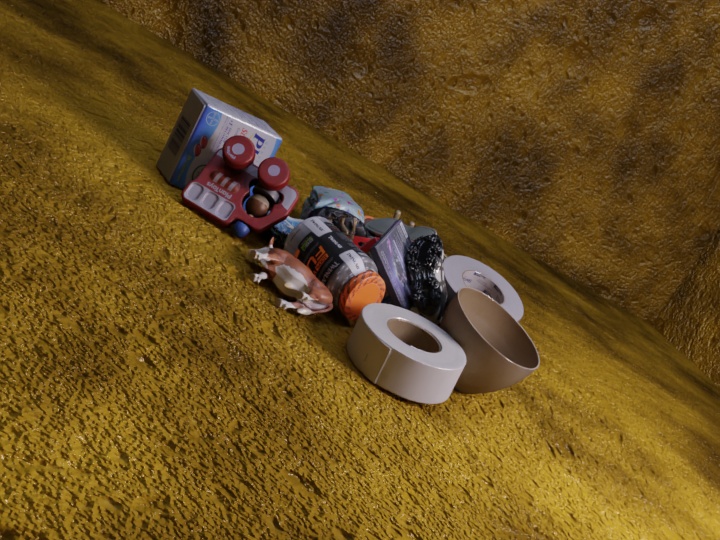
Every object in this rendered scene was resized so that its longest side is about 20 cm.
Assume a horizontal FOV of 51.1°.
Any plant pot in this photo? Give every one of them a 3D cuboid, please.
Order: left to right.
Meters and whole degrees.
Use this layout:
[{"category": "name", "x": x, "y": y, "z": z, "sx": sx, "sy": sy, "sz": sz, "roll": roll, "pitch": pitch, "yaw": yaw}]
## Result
[{"category": "plant pot", "x": 0.216, "y": 0.151, "z": 1.406, "sx": 0.199, "sy": 0.135, "sz": 0.201, "roll": 33, "pitch": 24, "yaw": -16}]

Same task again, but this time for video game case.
[{"category": "video game case", "x": 0.079, "y": -0.009, "z": 1.494, "sx": 0.145, "sy": 0.019, "sz": 0.200, "roll": 66, "pitch": 24, "yaw": -11}]

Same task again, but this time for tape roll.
[{"category": "tape roll", "x": 0.077, "y": 0.138, "z": 1.279, "sx": 0.199, "sy": 0.072, "sz": 0.203, "roll": 23, "pitch": 19, "yaw": -8}, {"category": "tape roll", "x": 0.242, "y": 0.059, "z": 1.582, "sx": 0.197, "sy": 0.067, "sz": 0.202, "roll": 22, "pitch": 31, "yaw": -14}]

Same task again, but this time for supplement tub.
[{"category": "supplement tub", "x": -0.049, "y": -0.003, "z": 1.419, "sx": 0.121, "sy": 0.124, "sz": 0.200, "roll": 14, "pitch": 22, "yaw": -49}]

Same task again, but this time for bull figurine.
[{"category": "bull figurine", "x": -0.134, "y": 0.009, "z": 1.325, "sx": 0.199, "sy": 0.066, "sz": 0.121, "roll": 35, "pitch": 19, "yaw": 20}]

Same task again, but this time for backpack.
[{"category": "backpack", "x": -0.067, "y": -0.115, "z": 1.744, "sx": 0.164, "sy": 0.128, "sz": 0.200, "roll": 22, "pitch": 14, "yaw": -20}]

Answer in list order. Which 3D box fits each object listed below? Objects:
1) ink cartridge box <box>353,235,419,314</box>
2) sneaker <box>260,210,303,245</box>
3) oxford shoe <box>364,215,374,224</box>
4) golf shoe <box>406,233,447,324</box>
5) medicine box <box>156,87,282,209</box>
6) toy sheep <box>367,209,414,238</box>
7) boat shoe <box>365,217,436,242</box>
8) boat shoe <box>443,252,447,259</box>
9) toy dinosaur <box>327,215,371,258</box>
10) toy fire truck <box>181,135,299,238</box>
[{"category": "ink cartridge box", "x": 0.057, "y": 0.002, "z": 1.572, "sx": 0.115, "sy": 0.067, "sz": 0.203, "roll": 5, "pitch": 57, "yaw": -59}, {"category": "sneaker", "x": -0.158, "y": -0.070, "z": 1.561, "sx": 0.198, "sy": 0.079, "sz": 0.090, "roll": 30, "pitch": 33, "yaw": 7}, {"category": "oxford shoe", "x": 0.005, "y": -0.091, "z": 1.939, "sx": 0.073, "sy": 0.072, "sz": 0.199, "roll": 40, "pitch": 27, "yaw": 22}, {"category": "golf shoe", "x": 0.134, "y": 0.018, "z": 1.502, "sx": 0.095, "sy": 0.076, "sz": 0.203, "roll": 67, "pitch": 23, "yaw": -45}, {"category": "medicine box", "x": -0.298, "y": -0.252, "z": 1.599, "sx": 0.198, "sy": 0.184, "sz": 0.103, "roll": 18, "pitch": 18, "yaw": -41}, {"category": "toy sheep", "x": 0.058, "y": -0.064, "z": 1.815, "sx": 0.198, "sy": 0.140, "sz": 0.137, "roll": -18, "pitch": 47, "yaw": -44}, {"category": "boat shoe", "x": 0.089, "y": -0.068, "z": 1.668, "sx": 0.075, "sy": 0.061, "sz": 0.198, "roll": -32, "pitch": 35, "yaw": -30}, {"category": "boat shoe", "x": 0.197, "y": -0.001, "z": 1.731, "sx": 0.072, "sy": 0.061, "sz": 0.201, "roll": 31, "pitch": -2, "yaw": 43}, {"category": "toy dinosaur", "x": -0.044, "y": -0.059, "z": 1.533, "sx": 0.057, "sy": 0.104, "sz": 0.199, "roll": -4, "pitch": 9, "yaw": -26}, {"category": "toy fire truck", "x": -0.232, "y": -0.151, "z": 1.490, "sx": 0.198, "sy": 0.169, "sz": 0.112, "roll": 31, "pitch": -22, "yaw": 4}]
